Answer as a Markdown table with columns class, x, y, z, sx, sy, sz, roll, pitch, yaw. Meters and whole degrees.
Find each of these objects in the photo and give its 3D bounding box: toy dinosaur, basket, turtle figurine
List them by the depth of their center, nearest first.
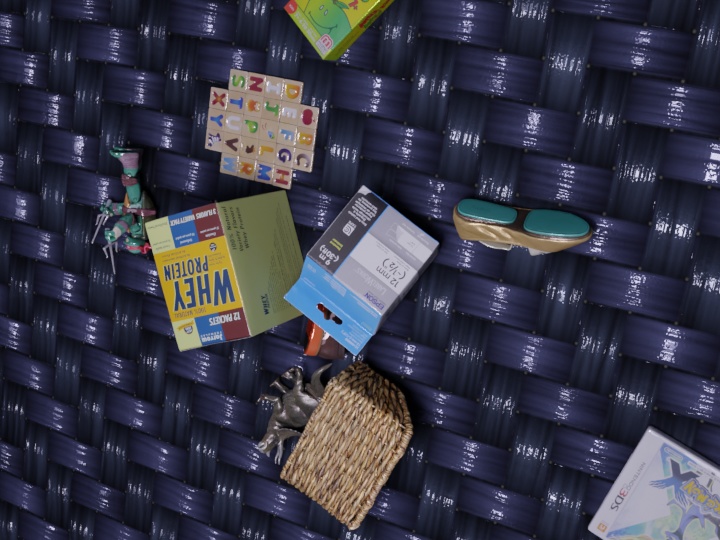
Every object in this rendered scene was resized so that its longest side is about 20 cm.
| class | x | y | z | sx | sy | sz | roll | pitch | yaw |
| --- | --- | --- | --- | --- | --- | --- | --- | --- | --- |
| basket | -0.001 | 0.260 | 1.431 | 0.148 | 0.143 | 0.201 | 32 | 109 | 14 |
| toy dinosaur | -0.096 | 0.210 | 1.517 | 0.200 | 0.077 | 0.102 | -42 | 93 | 21 |
| turtle figurine | -0.390 | -0.102 | 1.578 | 0.150 | 0.100 | 0.202 | -154 | 66 | -63 |

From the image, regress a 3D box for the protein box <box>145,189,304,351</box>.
| class | x | y | z | sx | sy | sz | roll | pitch | yaw |
| --- | --- | --- | --- | --- | --- | --- | --- | --- | --- |
| protein box | -0.193 | -0.004 | 1.440 | 0.134 | 0.200 | 0.200 | -13 | 94 | 26 |

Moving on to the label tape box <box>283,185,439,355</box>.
| class | x | y | z | sx | sy | sz | roll | pitch | yaw |
| --- | --- | --- | --- | --- | --- | --- | --- | --- | --- |
| label tape box | 0.000 | 0.000 | 1.374 | 0.143 | 0.066 | 0.200 | 38 | 82 | 9 |

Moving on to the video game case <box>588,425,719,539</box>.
| class | x | y | z | sx | sy | sz | roll | pitch | yaw |
| --- | --- | --- | --- | --- | --- | --- | --- | --- | --- |
| video game case | 0.443 | 0.341 | 1.301 | 0.199 | 0.022 | 0.183 | 31 | 111 | 17 |

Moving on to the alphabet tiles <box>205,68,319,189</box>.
| class | x | y | z | sx | sy | sz | roll | pitch | yaw |
| --- | --- | --- | --- | --- | --- | --- | --- | --- | --- |
| alphabet tiles | -0.157 | -0.224 | 1.491 | 0.199 | 0.006 | 0.168 | 15 | 105 | 22 |

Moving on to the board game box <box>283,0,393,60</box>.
| class | x | y | z | sx | sy | sz | roll | pitch | yaw |
| --- | --- | --- | --- | --- | --- | --- | --- | --- | --- |
| board game box | -0.007 | -0.410 | 1.362 | 0.200 | 0.048 | 0.102 | -41 | 81 | 26 |

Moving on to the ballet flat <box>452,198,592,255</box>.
| class | x | y | z | sx | sy | sz | roll | pitch | yaw |
| --- | --- | --- | --- | --- | --- | --- | --- | --- | --- |
| ballet flat | 0.226 | -0.055 | 1.319 | 0.199 | 0.069 | 0.063 | 14 | 133 | 25 |

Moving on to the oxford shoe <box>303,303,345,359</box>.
| class | x | y | z | sx | sy | sz | roll | pitch | yaw |
| --- | --- | --- | --- | --- | --- | --- | --- | --- | --- |
| oxford shoe | -0.030 | 0.040 | 1.458 | 0.072 | 0.071 | 0.201 | 14 | 100 | -13 |
